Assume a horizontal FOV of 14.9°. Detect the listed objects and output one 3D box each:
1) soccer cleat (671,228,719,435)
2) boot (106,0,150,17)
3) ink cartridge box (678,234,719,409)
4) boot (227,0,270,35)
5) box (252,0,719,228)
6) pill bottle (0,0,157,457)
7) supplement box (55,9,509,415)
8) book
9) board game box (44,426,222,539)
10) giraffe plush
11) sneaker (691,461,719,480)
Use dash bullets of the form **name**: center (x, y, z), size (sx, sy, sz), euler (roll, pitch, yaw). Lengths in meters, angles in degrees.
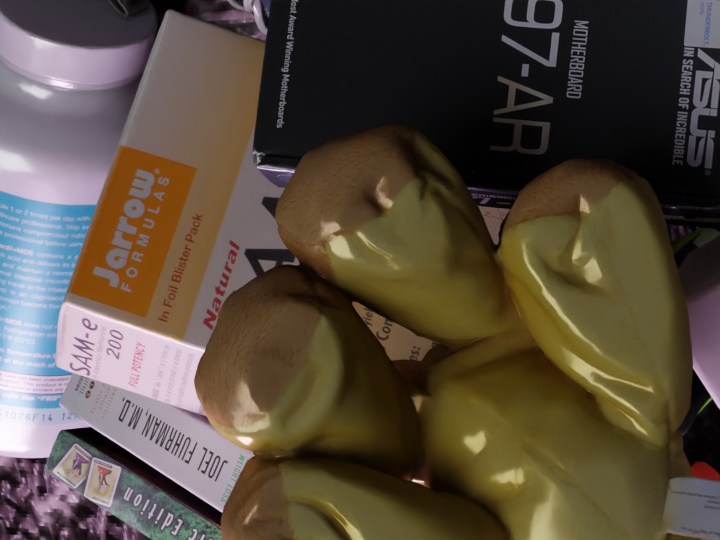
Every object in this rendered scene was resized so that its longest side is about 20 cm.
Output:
- **soccer cleat**: center (0.160, -0.012, 0.975), size (0.067, 0.081, 0.200), euler (27, 134, -14)
- **boot**: center (-0.126, -0.221, 1.108), size (0.174, 0.069, 0.201), euler (37, 139, 29)
- **ink cartridge box**: center (0.219, 0.014, 0.887), size (0.200, 0.084, 0.146), euler (-33, 93, 19)
- **boot**: center (-0.020, -0.103, 0.973), size (0.199, 0.073, 0.091), euler (7, 72, 13)
- **box**: center (0.055, -0.121, 0.915), size (0.159, 0.044, 0.201), euler (6, 84, 9)
- **pill bottle**: center (-0.136, -0.027, 1.186), size (0.111, 0.111, 0.201), euler (30, 126, 23)
- **supplement box**: center (0.000, 0.000, 1.024), size (0.199, 0.126, 0.074), euler (18, 158, -2)
- **book**: center (-0.011, 0.087, 1.063), size (0.200, 0.133, 0.048), euler (27, 94, 50)
- **board game box**: center (-0.024, 0.120, 1.104), size (0.200, 0.105, 0.024), euler (31, 95, 18)
- **giraffe plush**: center (0.043, 0.055, 0.890), size (0.199, 0.173, 0.162), euler (26, 172, -4)
- **sneaker**: center (0.141, 0.129, 1.063), size (0.199, 0.070, 0.094), euler (20, 123, 24)
